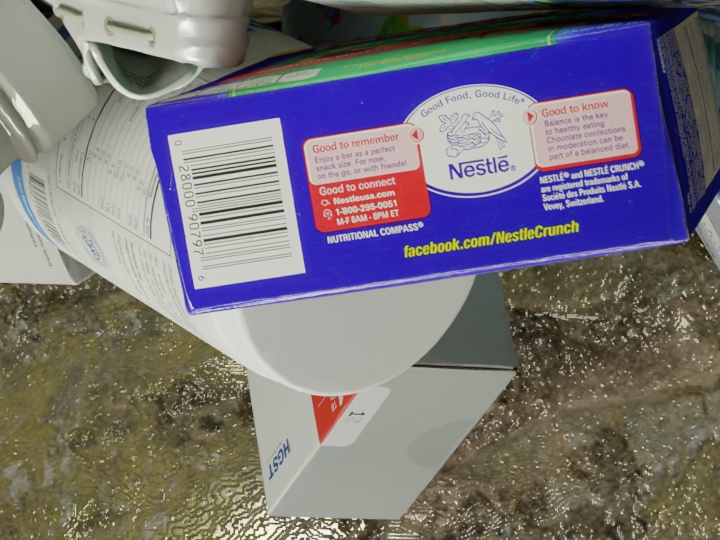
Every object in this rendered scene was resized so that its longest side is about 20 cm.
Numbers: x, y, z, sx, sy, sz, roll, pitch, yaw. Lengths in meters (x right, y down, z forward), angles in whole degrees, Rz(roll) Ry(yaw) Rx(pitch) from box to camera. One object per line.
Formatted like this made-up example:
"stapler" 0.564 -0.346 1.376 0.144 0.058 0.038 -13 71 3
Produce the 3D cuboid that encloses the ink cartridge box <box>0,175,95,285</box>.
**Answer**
"ink cartridge box" -0.173 -0.061 1.447 0.200 0.085 0.146 1 -152 44

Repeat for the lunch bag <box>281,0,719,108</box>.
"lunch bag" 0.070 -0.086 1.334 0.199 0.083 0.161 3 -179 -35

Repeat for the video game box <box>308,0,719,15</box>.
"video game box" 0.048 -0.106 0.859 0.182 0.047 0.200 3 -179 20

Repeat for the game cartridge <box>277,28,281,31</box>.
"game cartridge" 0.017 -0.106 1.568 0.199 0.041 0.133 1 -177 -32

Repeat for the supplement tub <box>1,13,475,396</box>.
"supplement tub" -0.054 -0.039 1.230 0.132 0.132 0.200 2 -163 -38

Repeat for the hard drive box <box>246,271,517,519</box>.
"hard drive box" 0.000 0.000 1.445 0.077 0.201 0.156 3 147 -23

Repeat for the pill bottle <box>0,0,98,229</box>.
"pill bottle" -0.204 -0.032 1.134 0.200 0.114 0.114 -44 -170 -11

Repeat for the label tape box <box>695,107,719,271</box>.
"label tape box" 0.201 -0.050 1.167 0.143 0.066 0.200 -30 -174 2

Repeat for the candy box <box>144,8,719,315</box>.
"candy box" 0.035 -0.045 1.005 0.168 0.077 0.200 -8 -174 11

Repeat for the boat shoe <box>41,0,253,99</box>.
"boat shoe" -0.085 -0.096 1.066 0.073 0.067 0.200 2 180 -14
